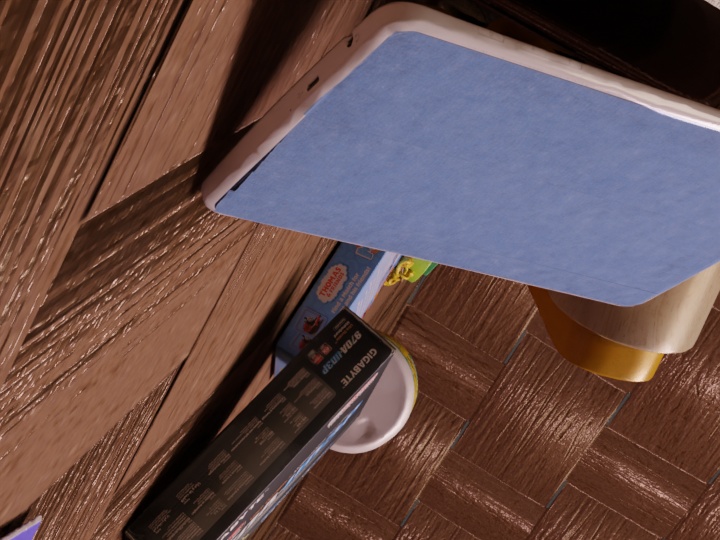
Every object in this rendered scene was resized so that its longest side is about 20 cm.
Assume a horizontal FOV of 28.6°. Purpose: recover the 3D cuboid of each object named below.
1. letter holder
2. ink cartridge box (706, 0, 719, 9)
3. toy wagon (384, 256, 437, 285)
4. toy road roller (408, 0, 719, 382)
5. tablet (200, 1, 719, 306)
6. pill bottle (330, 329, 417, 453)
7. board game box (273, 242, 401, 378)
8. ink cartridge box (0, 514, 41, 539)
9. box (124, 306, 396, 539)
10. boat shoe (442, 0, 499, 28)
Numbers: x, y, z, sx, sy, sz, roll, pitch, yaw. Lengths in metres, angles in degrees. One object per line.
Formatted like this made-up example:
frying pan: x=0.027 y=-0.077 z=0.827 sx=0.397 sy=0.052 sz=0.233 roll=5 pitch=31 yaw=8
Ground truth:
letter holder: x=0.105 y=-0.147 z=0.533 sx=0.101 sy=0.142 sz=0.200 roll=-60 pitch=175 yaw=25
ink cartridge box: x=0.188 y=-0.143 z=0.784 sx=0.200 sy=0.146 sz=0.084 roll=-66 pitch=-153 yaw=18
toy wagon: x=0.070 y=-0.049 z=1.245 sx=0.155 sy=0.040 sz=0.200 roll=-48 pitch=-168 yaw=44
toy road roller: x=0.080 y=-0.052 z=0.652 sx=0.200 sy=0.146 sz=0.123 roll=-107 pitch=-148 yaw=-61
tablet: x=0.060 y=-0.031 z=0.484 sx=0.130 sy=0.200 sz=0.014 roll=-36 pitch=-131 yaw=50
pill bottle: x=-0.001 y=0.111 z=1.352 sx=0.113 sy=0.113 sz=0.200 roll=-58 pitch=176 yaw=0
board game box: x=0.000 y=0.000 z=1.084 sx=0.200 sy=0.037 sz=0.151 roll=-58 pitch=175 yaw=-16
ink cartridge box: x=-0.167 y=0.188 z=0.446 sx=0.200 sy=0.043 sz=0.198 roll=-60 pitch=175 yaw=5
box: x=-0.069 y=0.128 z=0.916 sx=0.200 sy=0.046 sz=0.159 roll=-46 pitch=171 yaw=-22
boat shoe: x=0.077 y=-0.139 z=0.763 sx=0.073 sy=0.065 sz=0.200 roll=21 pitch=-84 yaw=67
